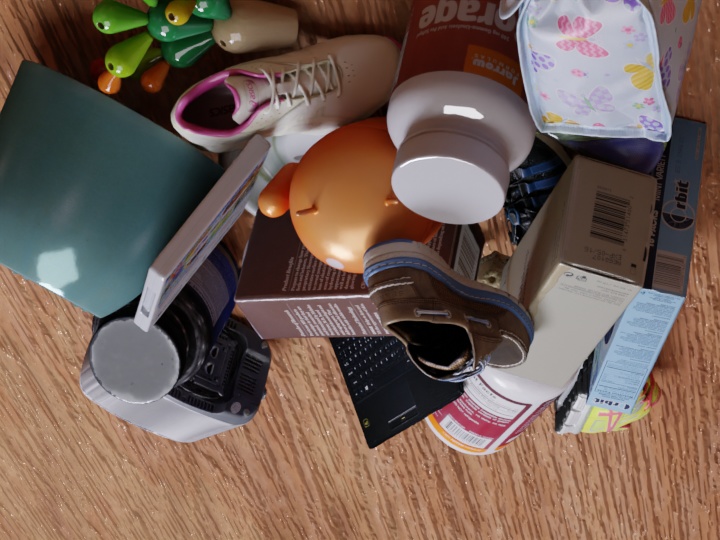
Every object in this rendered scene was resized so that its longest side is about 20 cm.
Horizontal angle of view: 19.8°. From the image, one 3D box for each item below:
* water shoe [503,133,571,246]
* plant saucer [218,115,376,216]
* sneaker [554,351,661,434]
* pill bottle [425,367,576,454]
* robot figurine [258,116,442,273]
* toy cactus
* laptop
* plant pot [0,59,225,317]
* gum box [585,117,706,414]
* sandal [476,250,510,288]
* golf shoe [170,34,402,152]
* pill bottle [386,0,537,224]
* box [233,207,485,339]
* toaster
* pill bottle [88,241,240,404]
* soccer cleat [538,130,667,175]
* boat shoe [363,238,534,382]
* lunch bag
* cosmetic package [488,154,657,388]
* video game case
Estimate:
[{"bbox_3d":[0.147,-0.063,1.741,0.200,0.079,0.071,35,142,-31],"label":"water shoe"},{"bbox_3d":[-0.022,-0.093,1.784,0.199,0.050,0.201,10,148,6],"label":"plant saucer"},{"bbox_3d":[0.252,0.102,1.978,0.090,0.079,0.200,9,155,-9],"label":"sneaker"},{"bbox_3d":[0.140,0.088,1.951,0.112,0.114,0.200,20,147,-11],"label":"pill bottle"},{"bbox_3d":[0.007,-0.059,1.613,0.144,0.200,0.117,37,103,4],"label":"robot figurine"},{"bbox_3d":[-0.134,-0.203,1.638,0.164,0.103,0.200,2,149,-18],"label":"toy cactus"},{"bbox_3d":[-0.016,0.062,1.973,0.103,0.201,0.177,-12,166,-35],"label":"laptop"},{"bbox_3d":[-0.237,-0.058,1.741,0.200,0.162,0.201,29,176,2],"label":"plant pot"},{"bbox_3d":[0.238,-0.002,1.716,0.044,0.171,0.200,12,148,0],"label":"gum box"},{"bbox_3d":[0.107,0.015,1.817,0.070,0.078,0.211,38,172,-41],"label":"sandal"},{"bbox_3d":[-0.059,-0.140,1.649,0.199,0.076,0.092,-18,179,11],"label":"golf shoe"},{"bbox_3d":[0.082,-0.140,1.527,0.111,0.201,0.112,9,149,6],"label":"pill bottle"},{"bbox_3d":[0.000,0.000,1.781,0.199,0.101,0.075,0,147,22],"label":"box"},{"bbox_3d":[-0.199,0.097,2.094,0.199,0.114,0.129,26,149,-23],"label":"toaster"},{"bbox_3d":[-0.183,0.042,1.896,0.111,0.200,0.113,4,113,9],"label":"pill bottle"},{"bbox_3d":[0.155,-0.142,1.643,0.199,0.084,0.065,28,-173,3],"label":"soccer cleat"},{"bbox_3d":[0.066,0.046,1.575,0.072,0.073,0.200,-19,148,33],"label":"boat shoe"},{"bbox_3d":[0.167,-0.214,1.409,0.126,0.171,0.200,7,151,16],"label":"lunch bag"},{"bbox_3d":[0.169,0.004,1.661,0.073,0.104,0.200,16,150,-7],"label":"cosmetic package"},{"bbox_3d":[-0.134,-0.028,1.709,0.018,0.143,0.200,38,163,0],"label":"video game case"}]
